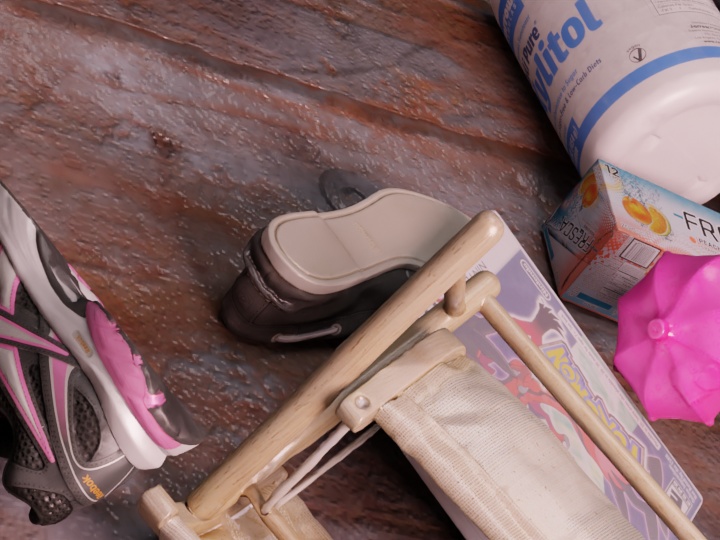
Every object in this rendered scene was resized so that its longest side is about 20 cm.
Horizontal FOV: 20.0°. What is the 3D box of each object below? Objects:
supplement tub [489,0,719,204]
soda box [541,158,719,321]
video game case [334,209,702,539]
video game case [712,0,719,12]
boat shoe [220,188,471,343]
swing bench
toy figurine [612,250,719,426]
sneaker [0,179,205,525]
[{"bbox_3d":[0.172,-0.145,1.338,0.131,0.132,0.201,8,43,-37],"label":"supplement tub"},{"bbox_3d":[0.210,0.007,1.255,0.199,0.064,0.069,23,36,-25],"label":"soda box"},{"bbox_3d":[0.088,0.082,1.044,0.201,0.023,0.182,54,33,-4],"label":"video game case"},{"bbox_3d":[0.235,-0.188,1.393,0.182,0.023,0.201,-117,-176,-73],"label":"video game case"},{"bbox_3d":[0.000,0.000,1.081,0.199,0.057,0.067,-6,56,-54],"label":"boat shoe"},{"bbox_3d":[0.045,0.121,0.877,0.199,0.200,0.130,49,-7,13],"label":"swing bench"},{"bbox_3d":[0.222,0.054,1.141,0.183,0.151,0.200,33,10,-12],"label":"toy figurine"},{"bbox_3d":[-0.152,0.030,0.871,0.200,0.086,0.081,45,-9,47],"label":"sneaker"}]
